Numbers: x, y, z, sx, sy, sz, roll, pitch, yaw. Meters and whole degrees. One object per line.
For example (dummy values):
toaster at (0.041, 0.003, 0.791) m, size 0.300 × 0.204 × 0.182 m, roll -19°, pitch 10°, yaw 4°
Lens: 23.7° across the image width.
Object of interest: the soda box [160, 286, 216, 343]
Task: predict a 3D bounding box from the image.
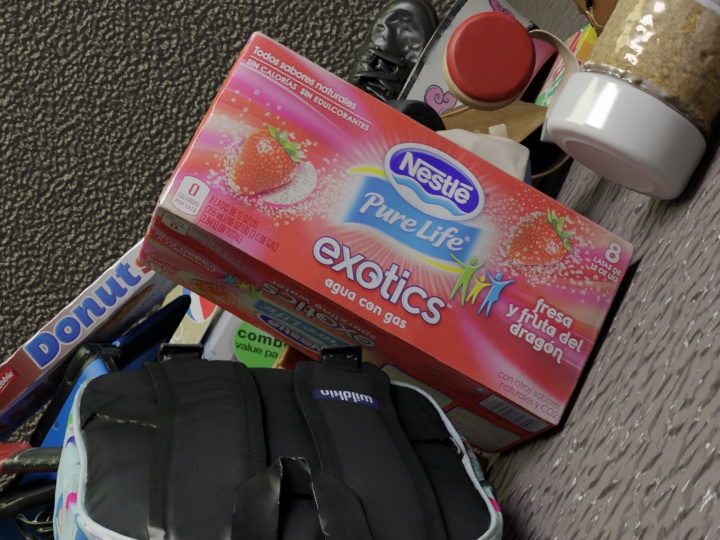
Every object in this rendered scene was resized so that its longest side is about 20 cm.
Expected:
soda box at (-0.100, 0.042, 1.210) m, size 0.068 × 0.064 × 0.201 m, roll 51°, pitch 123°, yaw 41°

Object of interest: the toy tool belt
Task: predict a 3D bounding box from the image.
toy tool belt at (0.050, -0.029, 0.917) m, size 0.123 × 0.124 × 0.202 m, roll 101°, pitch 179°, yaw -86°

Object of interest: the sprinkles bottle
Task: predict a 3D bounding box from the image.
sprinkles bottle at (0.157, -0.133, 0.761) m, size 0.201 × 0.068 × 0.068 m, roll -61°, pitch 5°, yaw -5°

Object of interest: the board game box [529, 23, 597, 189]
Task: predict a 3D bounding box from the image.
board game box at (0.111, -0.073, 1.175) m, size 0.201 × 0.030 × 0.096 m, roll -63°, pitch 4°, yaw -3°

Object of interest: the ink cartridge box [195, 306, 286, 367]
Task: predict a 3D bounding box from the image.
ink cartridge box at (-0.032, 0.070, 1.086) m, size 0.201 × 0.146 × 0.146 m, roll -59°, pitch 7°, yaw 24°

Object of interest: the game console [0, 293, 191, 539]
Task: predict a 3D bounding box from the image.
game console at (-0.150, 0.138, 1.037) m, size 0.118 × 0.171 × 0.201 m, roll 3°, pitch -51°, yaw -44°

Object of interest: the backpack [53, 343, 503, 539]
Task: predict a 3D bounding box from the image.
backpack at (-0.034, 0.119, 0.667) m, size 0.200 × 0.176 × 0.152 m, roll -137°, pitch 51°, yaw -77°

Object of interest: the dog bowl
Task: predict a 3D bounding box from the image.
dog bowl at (0.074, -0.104, 1.247) m, size 0.201 × 0.073 × 0.200 m, roll -59°, pitch -8°, yaw -14°

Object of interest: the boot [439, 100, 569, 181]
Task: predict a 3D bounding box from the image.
boot at (0.056, -0.061, 1.041) m, size 0.075 × 0.074 × 0.200 m, roll -1°, pitch 23°, yaw 44°

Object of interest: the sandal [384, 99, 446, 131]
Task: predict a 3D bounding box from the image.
sandal at (0.000, 0.000, 0.961) m, size 0.043 × 0.076 × 0.201 m, roll 3°, pitch 63°, yaw 38°

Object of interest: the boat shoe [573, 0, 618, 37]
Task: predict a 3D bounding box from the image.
boat shoe at (0.157, -0.186, 1.086) m, size 0.072 × 0.068 × 0.200 m, roll -57°, pitch 6°, yaw 19°

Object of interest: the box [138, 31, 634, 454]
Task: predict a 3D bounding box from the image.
box at (0.009, -0.007, 0.787) m, size 0.095 × 0.199 × 0.103 m, roll -63°, pitch 4°, yaw -19°

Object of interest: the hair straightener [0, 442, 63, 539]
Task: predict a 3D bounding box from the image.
hair straightener at (-0.168, 0.130, 0.956) m, size 0.199 × 0.077 × 0.041 m, roll -12°, pitch 14°, yaw 40°

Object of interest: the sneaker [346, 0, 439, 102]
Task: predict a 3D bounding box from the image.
sneaker at (0.001, -0.104, 1.241) m, size 0.104 × 0.060 × 0.201 m, roll -22°, pitch -45°, yaw -75°

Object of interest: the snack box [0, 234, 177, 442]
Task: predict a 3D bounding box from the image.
snack box at (-0.152, 0.025, 1.018) m, size 0.200 × 0.024 × 0.072 m, roll -42°, pitch -7°, yaw -7°

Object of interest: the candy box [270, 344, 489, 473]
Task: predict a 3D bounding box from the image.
candy box at (-0.033, 0.139, 0.874) m, size 0.200 × 0.116 × 0.057 m, roll -56°, pitch 5°, yaw 40°
